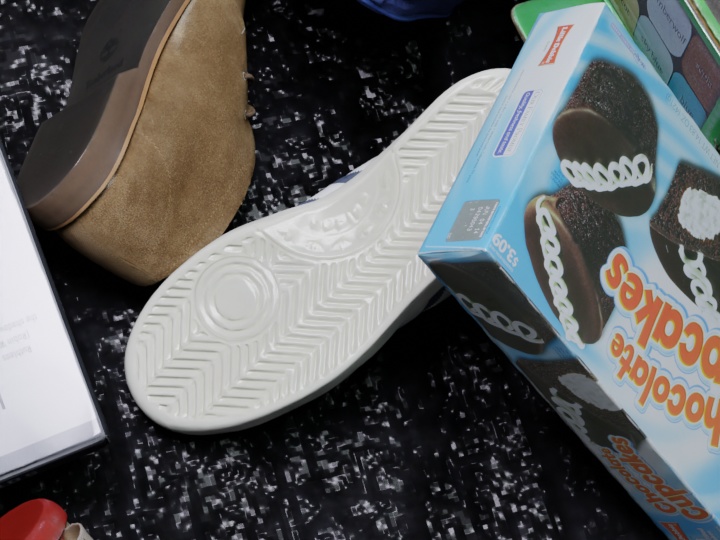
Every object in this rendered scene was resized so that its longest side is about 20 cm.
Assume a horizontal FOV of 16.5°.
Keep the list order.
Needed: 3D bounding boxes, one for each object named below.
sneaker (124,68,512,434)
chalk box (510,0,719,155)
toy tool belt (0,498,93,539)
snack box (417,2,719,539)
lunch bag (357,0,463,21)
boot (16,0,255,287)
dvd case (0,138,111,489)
[{"bbox_3d":[0.000,0.000,0.979,0.199,0.085,0.075,-33,80,3],"label":"sneaker"},{"bbox_3d":[0.158,-0.107,1.025,0.199,0.124,0.125,-21,70,-18],"label":"chalk box"},{"bbox_3d":[-0.137,0.190,0.843,0.200,0.125,0.123,-47,110,-23],"label":"toy tool belt"},{"bbox_3d":[0.110,0.010,0.937,0.200,0.037,0.117,47,57,-33],"label":"snack box"},{"bbox_3d":[-0.003,-0.213,1.012,0.200,0.136,0.132,42,106,5],"label":"lunch bag"},{"bbox_3d":[-0.072,-0.079,1.016,0.075,0.073,0.201,39,52,-24],"label":"boot"},{"bbox_3d":[-0.196,-0.001,0.930,0.149,0.025,0.201,-21,78,-3],"label":"dvd case"}]
